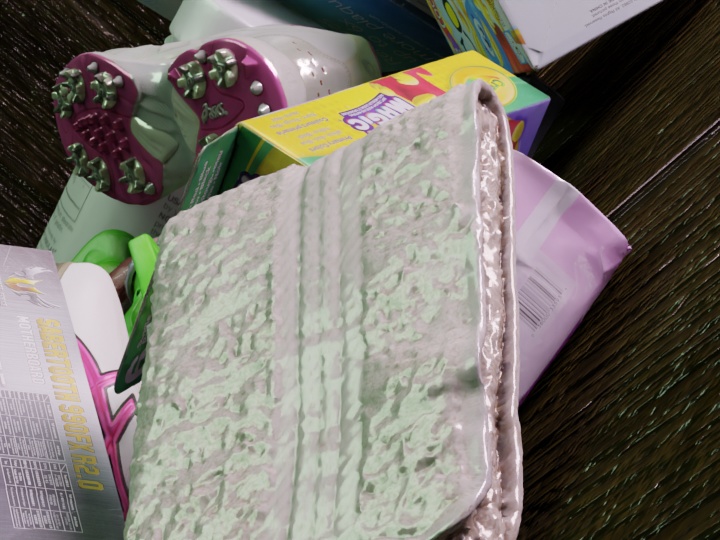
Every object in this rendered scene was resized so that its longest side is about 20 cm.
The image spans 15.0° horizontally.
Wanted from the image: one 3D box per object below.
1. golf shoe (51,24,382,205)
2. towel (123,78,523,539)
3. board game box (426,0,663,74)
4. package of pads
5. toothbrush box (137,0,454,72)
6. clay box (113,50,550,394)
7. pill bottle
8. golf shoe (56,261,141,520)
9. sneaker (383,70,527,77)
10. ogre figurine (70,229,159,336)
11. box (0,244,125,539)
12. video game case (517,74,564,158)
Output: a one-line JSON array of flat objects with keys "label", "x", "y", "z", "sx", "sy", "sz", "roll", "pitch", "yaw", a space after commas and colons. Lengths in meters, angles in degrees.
[{"label": "golf shoe", "x": -0.068, "y": -0.075, "z": 1.270, "sx": 0.091, "sy": 0.076, "sz": 0.200, "roll": -19, "pitch": 13, "yaw": -35}, {"label": "towel", "x": -0.014, "y": 0.034, "z": 0.847, "sx": 0.132, "sy": 0.034, "sz": 0.200, "roll": -22, "pitch": 42, "yaw": 22}, {"label": "board game box", "x": 0.083, "y": -0.156, "z": 1.249, "sx": 0.105, "sy": 0.103, "sz": 0.200, "roll": -29, "pitch": 5, "yaw": -4}, {"label": "package of pads", "x": -0.001, "y": 0.052, "z": 0.937, "sx": 0.200, "sy": 0.076, "sz": 0.120, "roll": -53, "pitch": 9, "yaw": -14}, {"label": "toothbrush box", "x": -0.033, "y": -0.172, "z": 1.434, "sx": 0.200, "sy": 0.146, "sz": 0.086, "roll": 1, "pitch": 65, "yaw": 56}, {"label": "clay box", "x": -0.009, "y": -0.011, "z": 1.053, "sx": 0.200, "sy": 0.048, "sz": 0.115, "roll": -25, "pitch": -38, "yaw": -56}, {"label": "pill bottle", "x": -0.086, "y": -0.040, "z": 1.382, "sx": 0.200, "sy": 0.114, "sz": 0.114, "roll": -62, "pitch": 3, "yaw": 15}, {"label": "golf shoe", "x": -0.093, "y": 0.083, "z": 1.100, "sx": 0.073, "sy": 0.092, "sz": 0.201, "roll": 80, "pitch": -179, "yaw": -58}, {"label": "sneaker", "x": 0.025, "y": -0.102, "z": 1.519, "sx": 0.200, "sy": 0.088, "sz": 0.076, "roll": -49, "pitch": -11, "yaw": 13}, {"label": "ogre figurine", "x": -0.081, "y": 0.019, "z": 1.219, "sx": 0.120, "sy": 0.199, "sz": 0.098, "roll": -108, "pitch": 10, "yaw": -63}, {"label": "box", "x": -0.137, "y": 0.106, "z": 0.994, "sx": 0.200, "sy": 0.048, "sz": 0.159, "roll": -115, "pitch": 38, "yaw": -56}, {"label": "video game case", "x": 0.000, "y": 0.000, "z": 1.265, "sx": 0.181, "sy": 0.025, "sz": 0.200, "roll": -59, "pitch": 18, "yaw": -16}]
